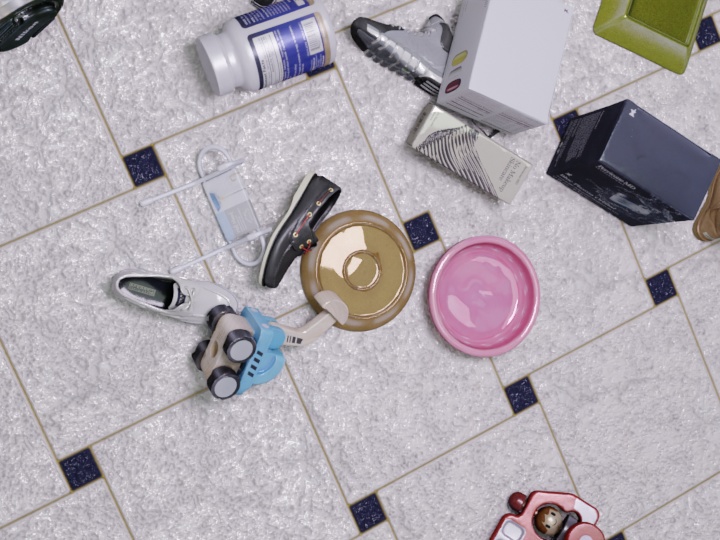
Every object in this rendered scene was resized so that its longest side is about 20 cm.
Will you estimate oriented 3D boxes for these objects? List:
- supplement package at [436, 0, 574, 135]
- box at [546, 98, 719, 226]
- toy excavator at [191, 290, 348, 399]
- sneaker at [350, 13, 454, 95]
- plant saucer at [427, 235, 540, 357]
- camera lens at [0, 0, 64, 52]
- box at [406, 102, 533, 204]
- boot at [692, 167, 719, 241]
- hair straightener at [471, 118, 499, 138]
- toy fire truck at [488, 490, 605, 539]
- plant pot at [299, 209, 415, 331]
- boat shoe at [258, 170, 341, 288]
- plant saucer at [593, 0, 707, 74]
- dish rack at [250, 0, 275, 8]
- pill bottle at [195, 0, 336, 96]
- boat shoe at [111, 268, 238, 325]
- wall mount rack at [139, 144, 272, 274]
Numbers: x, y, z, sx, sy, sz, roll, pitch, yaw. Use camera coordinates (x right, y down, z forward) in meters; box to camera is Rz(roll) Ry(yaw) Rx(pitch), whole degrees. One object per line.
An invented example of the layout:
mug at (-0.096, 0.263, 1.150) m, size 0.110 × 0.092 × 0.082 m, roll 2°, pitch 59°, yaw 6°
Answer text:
supplement package at (0.234, -0.347, 1.513) m, size 0.154 × 0.111 × 0.202 m, roll 18°, pitch 80°, yaw -22°
box at (0.450, -0.174, 1.564) m, size 0.195 × 0.200 × 0.118 m, roll 29°, pitch 83°, yaw -12°
toy excavator at (-0.137, 0.108, 1.459) m, size 0.199 × 0.100 × 0.196 m, roll 14°, pitch 109°, yaw -37°
sneaker at (0.082, -0.386, 1.542) m, size 0.199 × 0.075 × 0.116 m, roll 30°, pitch 77°, yaw -23°
plant saucer at (0.204, 0.043, 1.574) m, size 0.198 × 0.051 × 0.203 m, roll 0°, pitch 90°, yaw -14°
camera lens at (-0.533, -0.426, 1.329) m, size 0.159 × 0.160 × 0.201 m, roll -36°, pitch 98°, yaw -12°
box at (0.180, -0.194, 1.553) m, size 0.199 × 0.068 × 0.083 m, roll 27°, pitch 100°, yaw -12°
boot at (0.682, -0.123, 1.623) m, size 0.066 × 0.200 × 0.177 m, roll 26°, pitch 83°, yaw -13°
hair straightener at (0.207, -0.321, 1.590) m, size 0.076 × 0.041 × 0.203 m, roll -2°, pitch 94°, yaw -14°
toy fire truck at (0.306, 0.462, 1.576) m, size 0.167 × 0.112 × 0.201 m, roll 30°, pitch 81°, yaw 6°
plant pot at (0.000, 0.000, 1.533) m, size 0.198 × 0.027 × 0.203 m, roll 0°, pitch 89°, yaw -14°
boat shoe at (-0.097, -0.059, 1.480) m, size 0.063 × 0.074 × 0.203 m, roll 26°, pitch 79°, yaw 9°
plant saucer at (0.536, -0.482, 1.667) m, size 0.198 × 0.048 × 0.202 m, roll 20°, pitch 85°, yaw -14°
dish rack at (-0.189, -0.532, 1.477) m, size 0.199 × 0.055 × 0.154 m, roll 32°, pitch 80°, yaw -10°
pill bottle at (-0.146, -0.348, 1.453) m, size 0.198 × 0.116 × 0.117 m, roll -22°, pitch 95°, yaw -14°
boat shoe at (-0.282, 0.039, 1.437) m, size 0.198 × 0.066 × 0.073 m, roll 19°, pitch 87°, yaw -15°
wall mount rack at (-0.236, -0.086, 1.453) m, size 0.172 × 0.074 × 0.202 m, roll -21°, pitch 94°, yaw 24°
